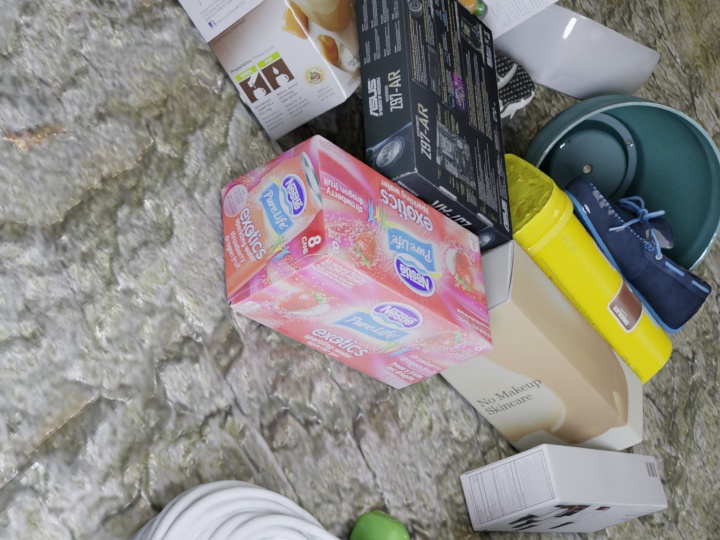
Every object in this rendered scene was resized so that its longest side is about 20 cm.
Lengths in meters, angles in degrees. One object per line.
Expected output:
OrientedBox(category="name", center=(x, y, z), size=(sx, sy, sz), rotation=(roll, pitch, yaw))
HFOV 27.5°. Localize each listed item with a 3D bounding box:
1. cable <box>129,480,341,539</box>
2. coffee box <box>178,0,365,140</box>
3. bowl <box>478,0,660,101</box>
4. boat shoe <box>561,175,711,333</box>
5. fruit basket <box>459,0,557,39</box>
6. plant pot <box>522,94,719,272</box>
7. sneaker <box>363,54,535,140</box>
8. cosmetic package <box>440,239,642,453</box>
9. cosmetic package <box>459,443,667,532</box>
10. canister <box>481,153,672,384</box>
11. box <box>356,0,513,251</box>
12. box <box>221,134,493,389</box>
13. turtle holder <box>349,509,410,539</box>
OrientedBox(category="cable", center=(-0.063, 0.218, 0.831), size=(0.200, 0.069, 0.201), rotation=(47, 35, -25))
OrientedBox(category="coffee box", center=(-0.075, -0.219, 1.129), size=(0.201, 0.079, 0.114), rotation=(56, 31, -15))
OrientedBox(category="bowl", center=(0.177, -0.223, 1.458), size=(0.199, 0.199, 0.075), rotation=(9, 103, -53))
OrientedBox(category="boat shoe", center=(0.253, -0.027, 1.351), size=(0.200, 0.069, 0.084), rotation=(44, 9, -39))
OrientedBox(category="fruit basket", center=(0.068, -0.280, 1.285), size=(0.186, 0.199, 0.094), rotation=(54, 17, -16))
OrientedBox(category="plant pot", center=(0.236, -0.084, 1.432), size=(0.200, 0.200, 0.134), rotation=(49, 7, -24))
OrientedBox(category="sneaker", center=(0.075, -0.128, 1.307), size=(0.199, 0.080, 0.074), rotation=(-21, 66, -42))
OrientedBox(category="cosmetic package", center=(0.141, 0.077, 1.222), size=(0.200, 0.105, 0.071), rotation=(43, 36, -29))
OrientedBox(category="cosmetic package", center=(0.171, 0.183, 1.212), size=(0.199, 0.082, 0.051), rotation=(14, 59, -53))
OrientedBox(category="canister", center=(0.177, 0.006, 1.305), size=(0.200, 0.086, 0.149), rotation=(49, 0, -25))
OrientedBox(category="box", center=(0.059, -0.132, 1.167), size=(0.160, 0.043, 0.201), rotation=(29, 51, -53))
OrientedBox(category="box", center=(0.000, 0.000, 1.066), size=(0.200, 0.094, 0.103), rotation=(30, 45, -44))
OrientedBox(category="turtle holder", center=(0.075, 0.246, 0.981), size=(0.132, 0.184, 0.142), rotation=(-46, 139, -58))
